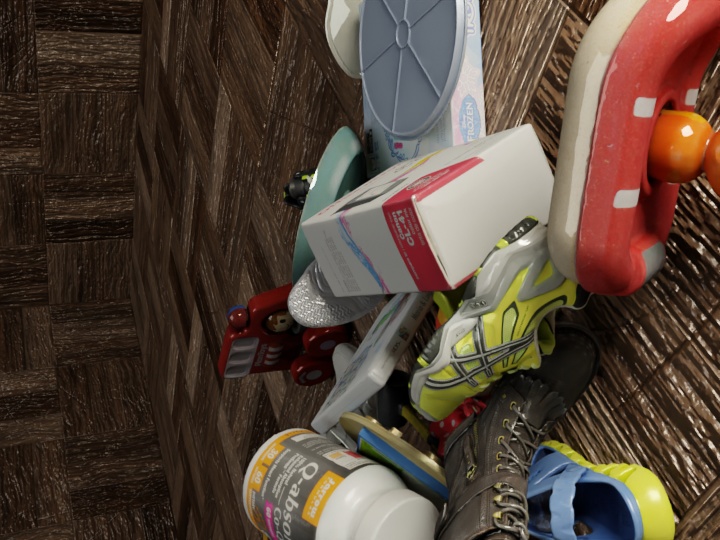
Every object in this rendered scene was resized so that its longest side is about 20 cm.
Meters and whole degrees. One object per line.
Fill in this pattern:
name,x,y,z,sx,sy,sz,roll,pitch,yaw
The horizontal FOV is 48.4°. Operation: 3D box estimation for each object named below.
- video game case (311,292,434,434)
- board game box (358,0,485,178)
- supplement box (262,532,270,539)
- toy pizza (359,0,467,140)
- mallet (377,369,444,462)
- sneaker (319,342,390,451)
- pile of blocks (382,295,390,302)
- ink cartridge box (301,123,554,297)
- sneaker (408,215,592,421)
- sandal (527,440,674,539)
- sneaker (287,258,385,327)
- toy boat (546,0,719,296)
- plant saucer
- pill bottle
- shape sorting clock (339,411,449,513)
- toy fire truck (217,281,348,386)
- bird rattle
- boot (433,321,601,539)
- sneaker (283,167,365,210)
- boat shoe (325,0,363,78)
video game case,0.025,0.077,0.867,0.183,0.024,0.200,-56,3,-31
board game box,0.060,-0.208,0.853,0.198,0.043,0.204,-176,82,-66
supplement box,0.013,0.348,0.875,0.199,0.194,0.135,-162,69,-64
toy pizza,0.054,-0.229,0.777,0.199,0.031,0.204,17,109,62
mallet,0.077,0.177,0.904,0.199,0.041,0.067,31,126,58
sneaker,-0.014,0.183,1.033,0.075,0.098,0.202,112,147,-50
pile of blocks,-0.003,0.003,1.021,0.199,0.061,0.084,170,95,-67
ink cartridge box,0.057,-0.048,0.715,0.199,0.147,0.087,-4,116,59
sneaker,0.100,0.057,0.607,0.076,0.075,0.201,39,131,15
sandal,0.155,0.187,0.653,0.200,0.086,0.081,153,108,-67
sneaker,0.000,0.000,0.871,0.076,0.199,0.114,55,161,-2
toy boat,0.199,-0.077,0.492,0.129,0.130,0.203,17,114,33
plant saucer,-0.031,-0.063,0.922,0.200,0.027,0.203,17,-91,-81
pill bottle,-0.020,0.235,0.783,0.199,0.115,0.119,10,104,51
shape sorting clock,0.061,0.204,0.803,0.198,0.039,0.201,33,158,15
toy fire truck,-0.118,0.090,1.174,0.201,0.165,0.113,113,144,-48
bird rattle,0.113,0.072,0.760,0.164,0.111,0.203,-101,9,-53
boot,0.118,0.149,0.607,0.201,0.069,0.174,-56,3,24
sneaker,-0.055,-0.106,1.096,0.199,0.081,0.073,172,92,-67
boat shoe,-0.013,-0.340,0.981,0.060,0.073,0.203,-45,-58,-66
